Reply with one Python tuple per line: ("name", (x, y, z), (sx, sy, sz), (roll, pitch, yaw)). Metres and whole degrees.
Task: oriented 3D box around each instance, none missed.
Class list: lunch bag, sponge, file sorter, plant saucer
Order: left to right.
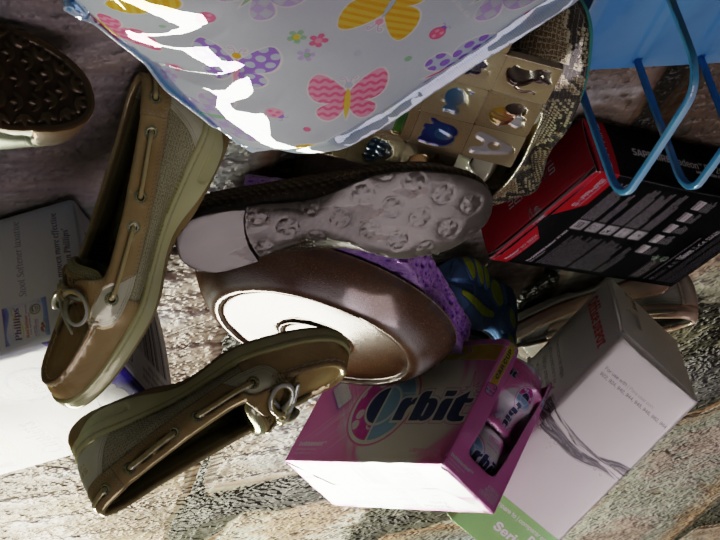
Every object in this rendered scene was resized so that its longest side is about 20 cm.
("lunch bag", (-0.026, -0.156, 0.699), (0.200, 0.128, 0.169), (-34, 139, 16))
("plant saucer", (-0.030, 0.037, 1.083), (0.199, 0.032, 0.200), (15, 156, 7))
("sponge", (0.000, 0.000, 1.055), (0.111, 0.030, 0.200), (6, 155, 24))
("file sorter", (0.243, -0.129, 0.897), (0.199, 0.123, 0.139), (-5, 151, -16))

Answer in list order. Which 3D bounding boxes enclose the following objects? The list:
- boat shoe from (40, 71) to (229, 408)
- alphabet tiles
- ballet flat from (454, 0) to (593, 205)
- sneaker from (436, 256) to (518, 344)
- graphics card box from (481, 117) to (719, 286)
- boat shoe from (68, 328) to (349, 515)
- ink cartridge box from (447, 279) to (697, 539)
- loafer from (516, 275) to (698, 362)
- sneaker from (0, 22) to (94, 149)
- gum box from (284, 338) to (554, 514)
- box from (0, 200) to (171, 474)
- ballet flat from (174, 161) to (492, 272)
("boat shoe", (-0.147, -0.017, 0.888), (0.063, 0.073, 0.201), (26, 94, -32))
("alphabet tiles", (0.008, -0.113, 0.865), (0.199, 0.006, 0.167), (14, 148, -5))
("ballet flat", (0.093, -0.095, 0.941), (0.075, 0.068, 0.200), (-31, 160, -20))
("sneaker", (0.079, 0.039, 1.213), (0.082, 0.071, 0.200), (-3, 159, 22))
("graphics card box", (0.201, -0.046, 1.113), (0.199, 0.051, 0.125), (8, 145, -35))
("boat shoe", (-0.095, 0.101, 1.013), (0.200, 0.063, 0.073), (-20, 152, -12))
("ink cartridge box", (0.164, 0.121, 1.189), (0.084, 0.146, 0.200), (40, 106, -8))
("loafer", (0.194, 0.051, 1.279), (0.199, 0.063, 0.072), (-28, 151, 25))
("sneaker", (-0.252, -0.093, 0.801), (0.199, 0.068, 0.090), (7, 154, -34))
("gum box", (0.046, 0.119, 1.151), (0.199, 0.114, 0.066), (-7, 135, 50))
("box", (-0.254, 0.060, 1.038), (0.199, 0.105, 0.184), (-16, 152, 4))
("ballet flat", (-0.018, -0.037, 0.927), (0.199, 0.046, 0.068), (-9, 122, -2))
